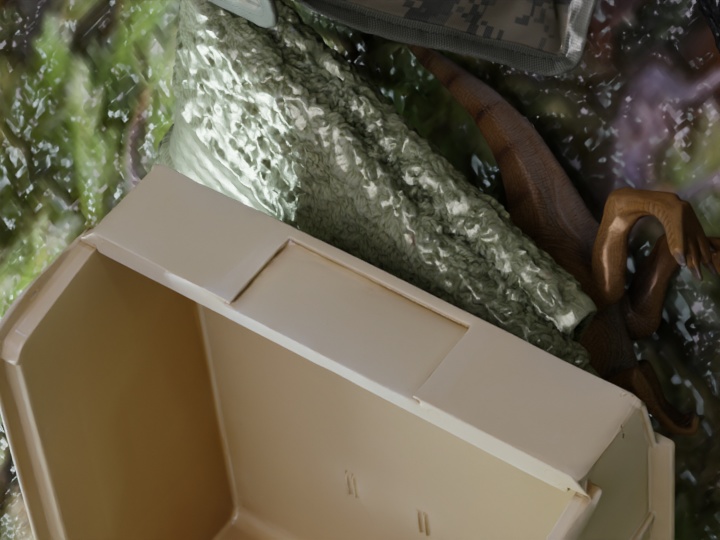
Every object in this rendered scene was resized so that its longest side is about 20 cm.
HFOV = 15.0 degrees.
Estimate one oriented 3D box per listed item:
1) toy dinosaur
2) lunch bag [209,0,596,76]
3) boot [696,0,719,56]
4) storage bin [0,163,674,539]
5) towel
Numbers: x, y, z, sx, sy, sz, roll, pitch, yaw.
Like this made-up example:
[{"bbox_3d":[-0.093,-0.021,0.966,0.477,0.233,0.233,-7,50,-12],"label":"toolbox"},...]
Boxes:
[{"bbox_3d":[0.071,-0.001,0.909,0.106,0.060,0.201,-19,84,31],"label":"toy dinosaur"},{"bbox_3d":[-0.032,-0.146,0.852,0.164,0.199,0.118,34,109,46],"label":"lunch bag"},{"bbox_3d":[0.191,-0.093,0.820,0.210,0.079,0.159,-28,73,39],"label":"boot"},{"bbox_3d":[-0.005,0.091,0.883,0.199,0.094,0.199,26,146,26],"label":"storage bin"},{"bbox_3d":[0.000,0.000,0.918,0.200,0.036,0.149,47,152,19],"label":"towel"}]
